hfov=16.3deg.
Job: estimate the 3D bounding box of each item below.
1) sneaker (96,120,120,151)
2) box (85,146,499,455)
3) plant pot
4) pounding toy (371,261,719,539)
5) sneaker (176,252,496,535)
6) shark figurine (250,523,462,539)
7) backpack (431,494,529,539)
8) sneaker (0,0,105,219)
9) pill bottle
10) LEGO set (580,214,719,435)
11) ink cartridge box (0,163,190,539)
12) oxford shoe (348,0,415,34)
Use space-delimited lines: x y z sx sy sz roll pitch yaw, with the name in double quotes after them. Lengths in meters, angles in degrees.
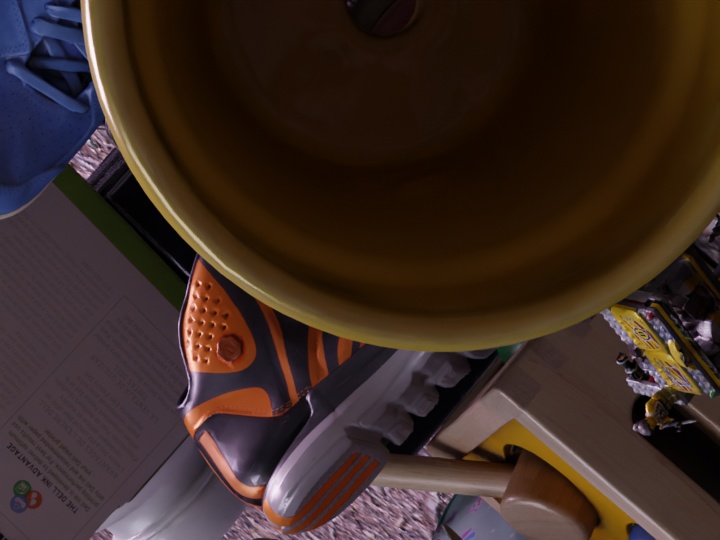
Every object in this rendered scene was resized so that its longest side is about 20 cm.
-0.072 -0.071 1.153 0.090 0.067 0.200 -21 126 20 "sneaker"
-0.047 0.004 1.290 0.200 0.104 0.182 44 163 -10 "box"
0.014 -0.086 0.781 0.201 0.201 0.189 43 180 -8 "plant pot"
0.099 0.082 1.084 0.200 0.142 0.184 40 164 1 "pounding toy"
0.000 0.000 1.012 0.112 0.200 0.078 44 179 22 "sneaker"
0.037 0.148 1.107 0.090 0.128 0.214 65 168 -21 "shark figurine"
0.096 0.165 1.242 0.167 0.200 0.127 -30 108 33 "backpack"
-0.092 -0.108 0.925 0.077 0.200 0.111 33 169 -30 "sneaker"
-0.150 0.066 1.301 0.200 0.111 0.111 46 164 -15 "pill bottle"
0.160 0.032 0.849 0.154 0.116 0.200 21 155 51 "LEGO set"
-0.173 0.062 1.182 0.148 0.200 0.076 47 163 -15 "ink cartridge box"
-0.006 -0.080 1.036 0.075 0.070 0.200 46 163 9 "oxford shoe"
